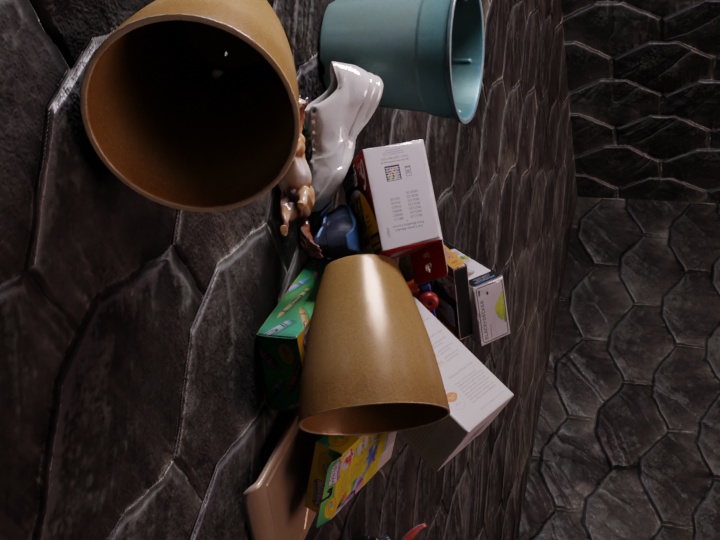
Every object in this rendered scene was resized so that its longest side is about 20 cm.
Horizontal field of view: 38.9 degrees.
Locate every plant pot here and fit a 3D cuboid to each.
[{"bbox_3d":[0.010,0.088,1.263,0.186,0.186,0.201,44,39,-66],"label":"plant pot"},{"bbox_3d":[-0.136,-0.185,0.939,0.200,0.186,0.187,-82,166,-53],"label":"plant pot"},{"bbox_3d":[0.057,-0.309,1.426,0.200,0.195,0.201,5,90,-72],"label":"plant pot"}]

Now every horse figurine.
[{"bbox_3d":[-0.082,-0.116,1.272,0.133,0.050,0.201,-76,158,-80],"label":"horse figurine"}]

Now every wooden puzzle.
[{"bbox_3d":[-0.097,0.294,1.367,0.200,0.037,0.186,-54,144,-49],"label":"wooden puzzle"}]

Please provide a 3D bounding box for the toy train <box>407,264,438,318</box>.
[{"bbox_3d":[0.066,0.041,1.669,0.085,0.115,0.201,-103,180,-62],"label":"toy train"}]

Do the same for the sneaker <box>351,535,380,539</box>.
[{"bbox_3d":[-0.022,0.517,1.586,0.200,0.075,0.116,-50,146,-43],"label":"sneaker"}]

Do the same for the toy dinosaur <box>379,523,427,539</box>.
[{"bbox_3d":[0.050,0.540,1.681,0.105,0.200,0.182,-18,79,-53],"label":"toy dinosaur"}]

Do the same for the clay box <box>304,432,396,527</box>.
[{"bbox_3d":[-0.014,0.253,1.397,0.200,0.047,0.115,-33,140,-52],"label":"clay box"}]

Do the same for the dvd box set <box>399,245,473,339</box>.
[{"bbox_3d":[0.124,0.008,1.735,0.029,0.200,0.147,-21,126,-18],"label":"dvd box set"}]

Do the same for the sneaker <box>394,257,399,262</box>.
[{"bbox_3d":[0.027,0.001,1.573,0.076,0.070,0.200,45,26,-41],"label":"sneaker"}]

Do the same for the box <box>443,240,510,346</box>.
[{"bbox_3d":[0.176,0.036,1.764,0.200,0.060,0.117,37,-37,58],"label":"box"}]

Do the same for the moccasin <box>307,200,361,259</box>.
[{"bbox_3d":[-0.041,-0.054,1.380,0.200,0.068,0.081,-160,-121,-86],"label":"moccasin"}]

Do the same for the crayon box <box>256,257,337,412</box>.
[{"bbox_3d":[-0.067,0.082,1.363,0.200,0.058,0.119,-57,146,-54],"label":"crayon box"}]

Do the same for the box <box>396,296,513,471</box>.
[{"bbox_3d":[0.088,0.153,1.401,0.124,0.200,0.098,-27,156,-47],"label":"box"}]

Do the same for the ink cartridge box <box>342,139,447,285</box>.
[{"bbox_3d":[0.042,-0.065,1.356,0.200,0.084,0.176,148,-69,-80],"label":"ink cartridge box"}]

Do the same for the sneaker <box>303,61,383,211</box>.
[{"bbox_3d":[-0.049,-0.181,1.356,0.201,0.088,0.075,-67,-157,5],"label":"sneaker"}]
